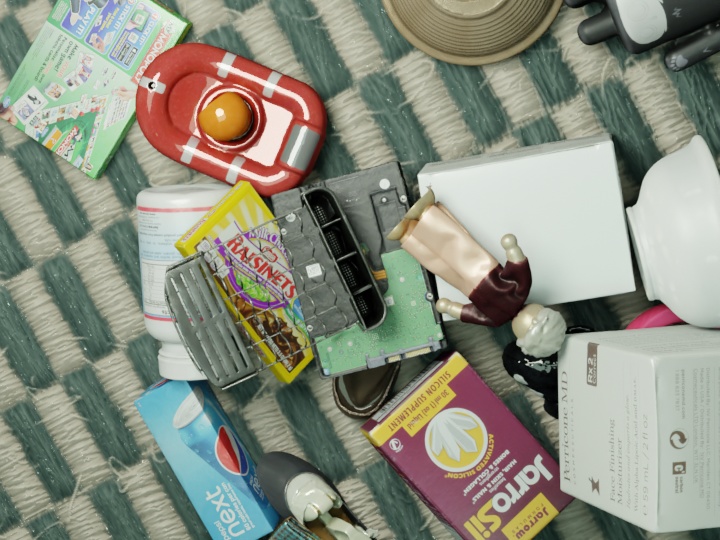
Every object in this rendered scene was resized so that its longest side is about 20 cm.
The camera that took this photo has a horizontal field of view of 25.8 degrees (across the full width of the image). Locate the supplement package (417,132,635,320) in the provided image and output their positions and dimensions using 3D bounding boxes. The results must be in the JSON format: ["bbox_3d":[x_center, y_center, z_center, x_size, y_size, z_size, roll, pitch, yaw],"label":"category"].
[{"bbox_3d":[0.173,-0.046,1.621,0.200,0.111,0.156,-9,98,9],"label":"supplement package"}]

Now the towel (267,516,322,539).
[{"bbox_3d":[-0.034,0.368,1.732,0.200,0.022,0.147,38,131,-2],"label":"towel"}]

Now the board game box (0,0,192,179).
[{"bbox_3d":[-0.290,-0.218,1.695,0.134,0.029,0.200,34,102,0],"label":"board game box"}]

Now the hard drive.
[{"bbox_3d":[0.000,0.000,1.623,0.139,0.038,0.200,-16,91,8],"label":"hard drive"}]

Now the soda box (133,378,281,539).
[{"bbox_3d":[-0.167,0.207,1.733,0.068,0.064,0.200,-29,95,11],"label":"soda box"}]

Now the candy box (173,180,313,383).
[{"bbox_3d":[-0.101,0.013,1.650,0.102,0.026,0.200,-47,119,-22],"label":"candy box"}]

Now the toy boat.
[{"bbox_3d":[-0.138,-0.159,1.627,0.200,0.131,0.131,22,93,3],"label":"toy boat"}]

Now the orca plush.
[{"bbox_3d":[0.245,0.128,1.660,0.200,0.071,0.105,34,102,1],"label":"orca plush"}]

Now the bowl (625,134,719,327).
[{"bbox_3d":[0.318,-0.026,1.558,0.090,0.201,0.201,-15,97,8],"label":"bowl"}]

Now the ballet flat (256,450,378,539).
[{"bbox_3d":[-0.032,0.273,1.720,0.073,0.073,0.200,-39,94,12],"label":"ballet flat"}]

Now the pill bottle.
[{"bbox_3d":[-0.180,0.011,1.678,0.109,0.109,0.200,-1,100,8],"label":"pill bottle"}]

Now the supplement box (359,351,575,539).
[{"bbox_3d":[0.113,0.200,1.660,0.131,0.103,0.200,-43,92,-6],"label":"supplement box"}]

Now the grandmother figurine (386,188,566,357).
[{"bbox_3d":[0.123,0.008,1.544,0.200,0.061,0.121,43,138,3],"label":"grandmother figurine"}]

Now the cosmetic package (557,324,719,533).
[{"bbox_3d":[0.304,0.145,1.507,0.165,0.200,0.165,-3,94,-19],"label":"cosmetic package"}]

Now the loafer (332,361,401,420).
[{"bbox_3d":[0.015,0.069,1.681,0.073,0.071,0.200,17,101,4],"label":"loafer"}]

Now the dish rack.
[{"bbox_3d":[-0.091,0.023,1.572,0.200,0.055,0.154,-25,91,-8],"label":"dish rack"}]

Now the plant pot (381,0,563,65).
[{"bbox_3d":[0.112,-0.307,1.595,0.200,0.093,0.201,1,101,8],"label":"plant pot"}]

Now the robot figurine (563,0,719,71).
[{"bbox_3d":[0.302,-0.291,1.558,0.200,0.125,0.150,-23,131,11],"label":"robot figurine"}]

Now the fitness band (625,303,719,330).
[{"bbox_3d":[0.314,0.132,1.631,0.144,0.037,0.200,30,84,-20],"label":"fitness band"}]
